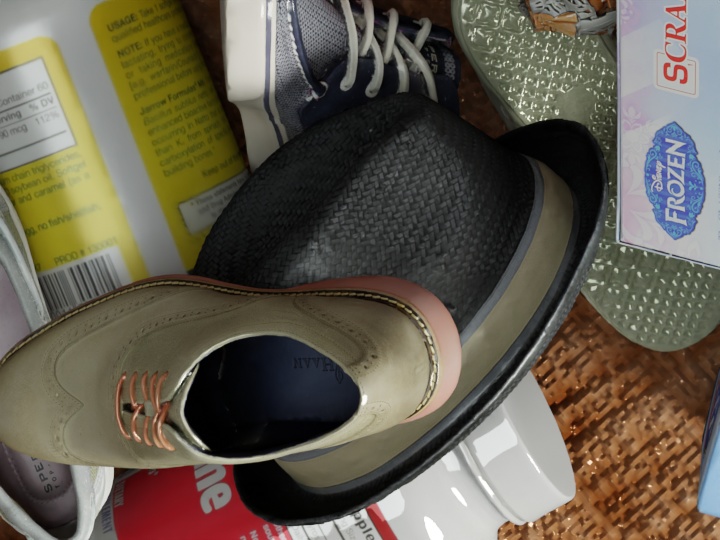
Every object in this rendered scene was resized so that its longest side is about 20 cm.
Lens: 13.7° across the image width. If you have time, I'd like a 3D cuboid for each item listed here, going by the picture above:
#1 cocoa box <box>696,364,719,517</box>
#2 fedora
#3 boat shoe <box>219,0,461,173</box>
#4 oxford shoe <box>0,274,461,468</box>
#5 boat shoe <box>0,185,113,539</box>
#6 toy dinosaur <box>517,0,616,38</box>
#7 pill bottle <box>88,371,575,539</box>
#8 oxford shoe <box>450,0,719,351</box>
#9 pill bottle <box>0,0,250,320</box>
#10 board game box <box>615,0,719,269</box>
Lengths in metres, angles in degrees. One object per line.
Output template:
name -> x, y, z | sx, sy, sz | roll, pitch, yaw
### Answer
cocoa box -> 0.223, 0.007, 1.209 | 0.133, 0.131, 0.201 | 15, 104, 5
fedora -> 0.000, 0.000, 1.165 | 0.092, 0.201, 0.201 | 40, 106, -24
boat shoe -> -0.006, -0.092, 1.201 | 0.092, 0.200, 0.075 | -3, 77, 2
oxford shoe -> -0.065, 0.040, 1.098 | 0.199, 0.074, 0.071 | -12, 96, 29
boat shoe -> -0.159, 0.019, 1.187 | 0.074, 0.065, 0.203 | -26, 99, -3
toy dinosaur -> 0.158, -0.131, 1.179 | 0.199, 0.136, 0.103 | 2, 96, -8
pill bottle -> -0.014, 0.103, 1.276 | 0.199, 0.112, 0.113 | -28, 97, 13
oxford shoe -> 0.099, -0.055, 1.257 | 0.075, 0.058, 0.201 | -29, 111, 7
pill bottle -> -0.117, -0.066, 1.255 | 0.114, 0.114, 0.201 | -20, 98, 12
board game box -> 0.186, -0.077, 1.058 | 0.199, 0.041, 0.201 | 16, 130, 24
